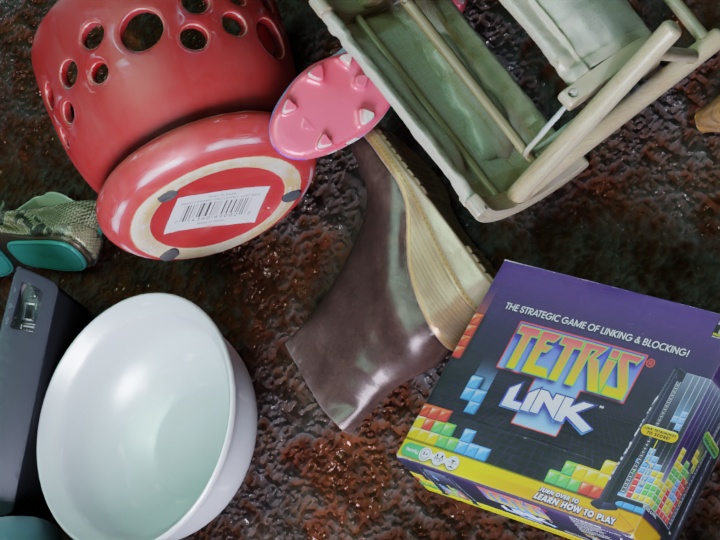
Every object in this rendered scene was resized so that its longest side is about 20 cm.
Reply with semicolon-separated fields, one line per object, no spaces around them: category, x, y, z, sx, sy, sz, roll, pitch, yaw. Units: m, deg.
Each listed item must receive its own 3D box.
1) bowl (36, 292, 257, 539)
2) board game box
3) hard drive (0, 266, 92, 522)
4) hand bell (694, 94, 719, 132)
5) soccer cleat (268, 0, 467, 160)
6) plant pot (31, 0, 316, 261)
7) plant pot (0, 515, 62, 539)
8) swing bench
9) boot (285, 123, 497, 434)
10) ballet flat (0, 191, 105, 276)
bowl;-0.148;0.125;1.611;0.201;0.090;0.202;-13;66;33
board game box;0.146;0.091;1.395;0.200;0.057;0.166;14;68;40
hard drive;-0.264;0.109;1.684;0.042;0.135;0.201;7;77;11
hand bell;0.301;-0.123;1.376;0.200;0.104;0.105;-17;64;45
soccer cleat;0.006;-0.152;1.573;0.067;0.076;0.200;42;75;-2
plant pot;-0.137;-0.124;1.626;0.200;0.200;0.183;-35;61;22
plant pot;-0.295;0.307;1.596;0.200;0.200;0.161;-37;64;21
swing bench;0.108;-0.171;1.464;0.200;0.130;0.199;-42;76;21
boot;0.000;0.000;1.554;0.166;0.072;0.200;-42;57;16
ballet flat;-0.298;-0.033;1.810;0.199;0.068;0.075;-4;49;31
